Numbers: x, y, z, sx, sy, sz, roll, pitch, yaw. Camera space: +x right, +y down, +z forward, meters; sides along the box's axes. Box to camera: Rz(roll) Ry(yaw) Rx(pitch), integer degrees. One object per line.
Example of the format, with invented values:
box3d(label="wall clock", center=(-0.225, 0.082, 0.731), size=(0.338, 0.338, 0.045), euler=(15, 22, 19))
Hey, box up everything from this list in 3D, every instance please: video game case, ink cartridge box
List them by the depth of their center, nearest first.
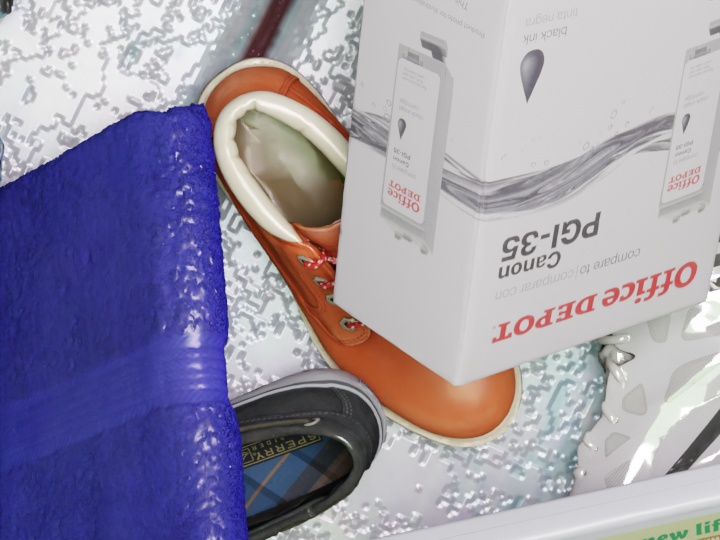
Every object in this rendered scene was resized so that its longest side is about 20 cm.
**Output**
box3d(label="ink cartridge box", center=(0.077, -0.072, 0.975), size=(0.146, 0.083, 0.200), euler=(-17, 126, -36))
box3d(label="video game case", center=(0.106, 0.156, 1.076), size=(0.200, 0.022, 0.182), euler=(-12, 136, -1))

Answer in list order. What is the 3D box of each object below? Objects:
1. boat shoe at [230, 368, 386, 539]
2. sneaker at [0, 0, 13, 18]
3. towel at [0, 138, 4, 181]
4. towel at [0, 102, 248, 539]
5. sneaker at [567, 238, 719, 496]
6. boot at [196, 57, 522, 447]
box3d(label="boat shoe", center=(-0.083, 0.100, 1.080), size=(0.200, 0.057, 0.069), euler=(-26, 105, 12))
box3d(label="sneaker", center=(-0.225, -0.180, 1.048), size=(0.086, 0.078, 0.200), euler=(-26, 97, 3))
box3d(label="towel", center=(-0.190, 0.034, 1.059), size=(0.049, 0.112, 0.200), euler=(-3, 96, -33))
box3d(label="towel", center=(-0.098, 0.046, 1.028), size=(0.050, 0.148, 0.200), euler=(10, 66, -42))
box3d(label="sneaker", center=(0.118, 0.054, 1.106), size=(0.201, 0.076, 0.115), euler=(-45, 80, 6))
box3d(label="boot", center=(0.000, 0.000, 1.065), size=(0.075, 0.107, 0.200), euler=(-39, 98, 0))
